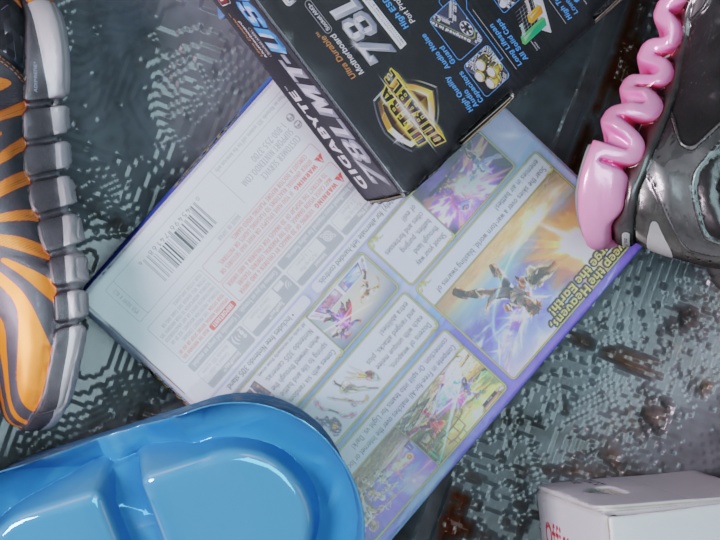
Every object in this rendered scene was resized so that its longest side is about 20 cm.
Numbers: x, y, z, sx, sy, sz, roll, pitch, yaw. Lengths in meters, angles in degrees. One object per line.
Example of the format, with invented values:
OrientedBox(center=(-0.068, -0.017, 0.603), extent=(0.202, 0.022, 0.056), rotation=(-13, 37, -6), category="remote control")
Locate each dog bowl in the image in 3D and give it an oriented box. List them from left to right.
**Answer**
OrientedBox(center=(-0.094, 0.118, 1.289), extent=(0.199, 0.050, 0.112), rotation=(-18, 103, 8), category="dog bowl")

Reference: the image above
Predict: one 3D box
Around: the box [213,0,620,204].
OrientedBox(center=(0.021, -0.168, 1.284), extent=(0.198, 0.050, 0.200), rotation=(-43, 103, -18), category="box")

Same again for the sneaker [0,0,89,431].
OrientedBox(center=(-0.185, -0.026, 1.276), extent=(0.111, 0.078, 0.201), rotation=(-2, 79, -26), category="sneaker")

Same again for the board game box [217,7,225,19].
OrientedBox(center=(-0.021, -0.234, 1.331), extent=(0.150, 0.037, 0.201), rotation=(-17, 94, -10), category="board game box")

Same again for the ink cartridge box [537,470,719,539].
OrientedBox(center=(0.142, 0.196, 1.303), extent=(0.082, 0.146, 0.201), rotation=(-6, 91, -8), category="ink cartridge box")

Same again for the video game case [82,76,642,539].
OrientedBox(center=(0.000, 0.000, 1.331), extent=(0.181, 0.045, 0.200), rotation=(42, 84, -6), category="video game case")

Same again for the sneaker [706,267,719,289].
OrientedBox(center=(0.210, -0.081, 1.354), extent=(0.088, 0.074, 0.200), rotation=(41, 74, -6), category="sneaker")

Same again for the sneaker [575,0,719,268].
OrientedBox(center=(0.173, -0.089, 1.303), extent=(0.095, 0.079, 0.201), rotation=(20, 79, 19), category="sneaker")
